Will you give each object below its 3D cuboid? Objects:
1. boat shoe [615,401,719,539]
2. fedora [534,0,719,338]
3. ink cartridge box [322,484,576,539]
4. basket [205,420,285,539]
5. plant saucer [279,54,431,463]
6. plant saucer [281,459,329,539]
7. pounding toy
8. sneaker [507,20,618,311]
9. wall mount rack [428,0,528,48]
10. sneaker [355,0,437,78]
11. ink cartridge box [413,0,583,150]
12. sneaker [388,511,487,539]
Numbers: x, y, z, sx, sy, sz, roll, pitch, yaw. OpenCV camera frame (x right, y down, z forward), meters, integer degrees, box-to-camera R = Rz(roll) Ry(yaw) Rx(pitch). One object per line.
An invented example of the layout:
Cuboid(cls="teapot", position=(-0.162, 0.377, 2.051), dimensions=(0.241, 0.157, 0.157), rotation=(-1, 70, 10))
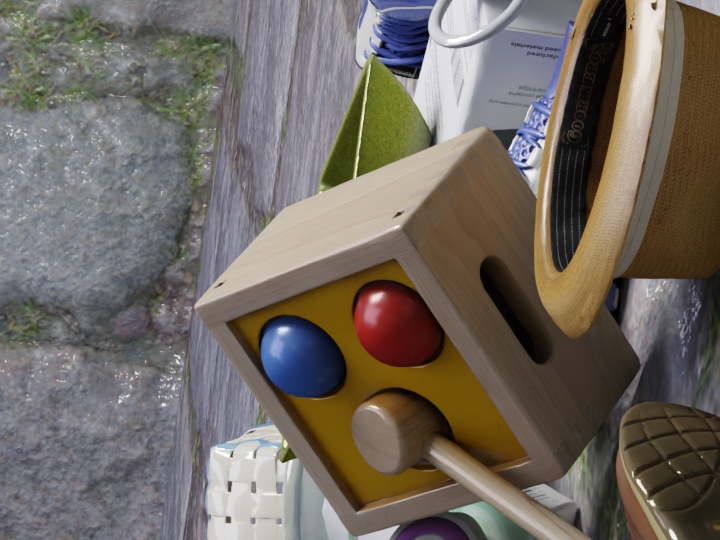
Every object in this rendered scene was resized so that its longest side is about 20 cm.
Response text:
Cuboid(cls="boat shoe", position=(0.146, 0.126, 1.132), dimensions=(0.200, 0.072, 0.068), rotation=(-106, 25, -60))
Cuboid(cls="fedora", position=(0.141, -0.061, 1.254), dimensions=(0.201, 0.081, 0.201), rotation=(-169, 90, -82))
Cuboid(cls="ink cartridge box", position=(0.039, 0.193, 1.563), dimensions=(0.161, 0.050, 0.201), rotation=(29, 116, 40))
Cuboid(cls="basket", position=(-0.032, 0.193, 1.976), dimensions=(0.200, 0.139, 0.177), rotation=(-2, -88, -69))
Cuboid(cls="plant saucer", position=(0.000, 0.000, 1.618), dimensions=(0.200, 0.048, 0.201), rotation=(116, 163, -67))
Cuboid(cls="plant saucer", position=(0.009, 0.173, 1.840), dimensions=(0.200, 0.050, 0.201), rotation=(-5, -90, -66))
Cuboid(cls="pounding toy", position=(0.042, 0.059, 1.373), dimensions=(0.184, 0.200, 0.142), rotation=(-21, 19, 42))
Cuboid(cls="sneaker", position=(0.088, -0.036, 1.453), dimensions=(0.081, 0.115, 0.200), rotation=(-121, 38, -73))
Cuboid(cls="wall mount rack", position=(0.103, -0.215, 1.457), dimensions=(0.173, 0.075, 0.200), rotation=(2, 50, 44))
Cuboid(cls="sneaker", position=(0.040, -0.190, 1.941), dimensions=(0.199, 0.080, 0.116), rotation=(-91, 6, -72))
Cuboid(cls="ink cartridge box", position=(0.088, -0.110, 1.591), dimensions=(0.146, 0.084, 0.200), rotation=(-93, 13, -45))
Cuboid(cls="sneaker", position=(0.033, 0.228, 1.462), dimensions=(0.100, 0.075, 0.201), rotation=(3, -75, -76))
